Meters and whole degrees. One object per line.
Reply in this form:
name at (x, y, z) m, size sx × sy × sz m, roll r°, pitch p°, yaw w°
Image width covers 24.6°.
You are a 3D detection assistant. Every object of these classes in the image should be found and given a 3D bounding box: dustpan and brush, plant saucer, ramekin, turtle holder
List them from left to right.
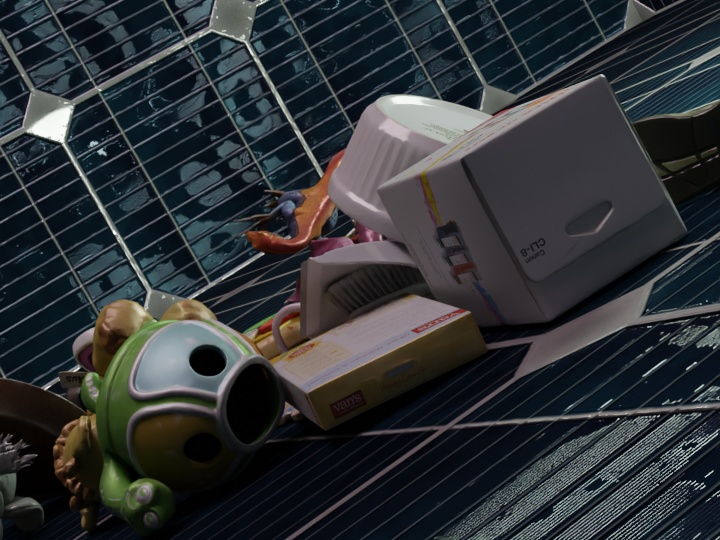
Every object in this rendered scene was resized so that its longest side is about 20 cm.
plant saucer at (-0.362, 0.183, 1.725) m, size 0.200 × 0.200 × 0.035 m, roll -25°, pitch 38°, yaw 39°
turtle holder at (-0.145, 0.116, 1.334) m, size 0.131 × 0.142 × 0.185 m, roll -4°, pitch 14°, yaw 39°
dustpan and brush at (0.048, 0.014, 1.471) m, size 0.199 × 0.057 × 0.140 m, roll -20°, pitch -29°, yaw -14°
ramekin at (0.077, -0.090, 1.508) m, size 0.202 × 0.201 × 0.095 m, roll -45°, pitch -27°, yaw -69°

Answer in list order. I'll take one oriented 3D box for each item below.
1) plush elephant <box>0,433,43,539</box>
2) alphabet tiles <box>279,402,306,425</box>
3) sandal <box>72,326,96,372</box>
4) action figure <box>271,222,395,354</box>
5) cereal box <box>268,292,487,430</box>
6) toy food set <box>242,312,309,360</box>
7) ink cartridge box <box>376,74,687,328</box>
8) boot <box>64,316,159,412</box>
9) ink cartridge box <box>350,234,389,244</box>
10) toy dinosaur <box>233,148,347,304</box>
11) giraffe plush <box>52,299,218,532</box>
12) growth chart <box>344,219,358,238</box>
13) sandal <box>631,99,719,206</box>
plush elephant at (-0.397, 0.221, 1.611) m, size 0.199 × 0.165 × 0.155 m, roll -32°, pitch -3°, yaw -4°
alphabet tiles at (-0.008, 0.086, 1.509) m, size 0.195 × 0.015 × 0.200 m, roll -34°, pitch 7°, yaw -32°
sandal at (-0.203, 0.117, 1.617) m, size 0.082 × 0.202 × 0.050 m, roll -34°, pitch 46°, yaw 28°
action figure at (0.000, 0.000, 1.623) m, size 0.149 × 0.134 × 0.200 m, roll -35°, pitch 5°, yaw -35°
cereal box at (0.007, 0.070, 1.335) m, size 0.143 × 0.040 × 0.200 m, roll -25°, pitch 9°, yaw -9°
toy food set at (-0.098, 0.086, 1.796) m, size 0.198 × 0.049 × 0.200 m, roll -26°, pitch 8°, yaw 39°
ink cartridge box at (0.133, -0.049, 1.321) m, size 0.145 × 0.145 × 0.200 m, roll -31°, pitch 7°, yaw -18°
boot at (-0.215, 0.100, 1.804) m, size 0.174 × 0.069 × 0.200 m, roll -18°, pitch 23°, yaw 33°
ink cartridge box at (0.092, -0.045, 1.794) m, size 0.146 × 0.083 × 0.200 m, roll -33°, pitch 5°, yaw -23°
toy dinosaur at (-0.068, -0.064, 1.755) m, size 0.201 × 0.105 × 0.181 m, roll -61°, pitch 7°, yaw 1°
giraffe plush at (-0.208, 0.139, 1.484) m, size 0.199 × 0.173 × 0.163 m, roll -16°, pitch 32°, yaw 22°
growth chart at (0.031, -0.049, 1.919) m, size 0.144 × 0.018 × 0.200 m, roll -36°, pitch -28°, yaw -21°
sandal at (0.299, -0.106, 1.400) m, size 0.200 × 0.080 × 0.057 m, roll -20°, pitch -8°, yaw 25°
